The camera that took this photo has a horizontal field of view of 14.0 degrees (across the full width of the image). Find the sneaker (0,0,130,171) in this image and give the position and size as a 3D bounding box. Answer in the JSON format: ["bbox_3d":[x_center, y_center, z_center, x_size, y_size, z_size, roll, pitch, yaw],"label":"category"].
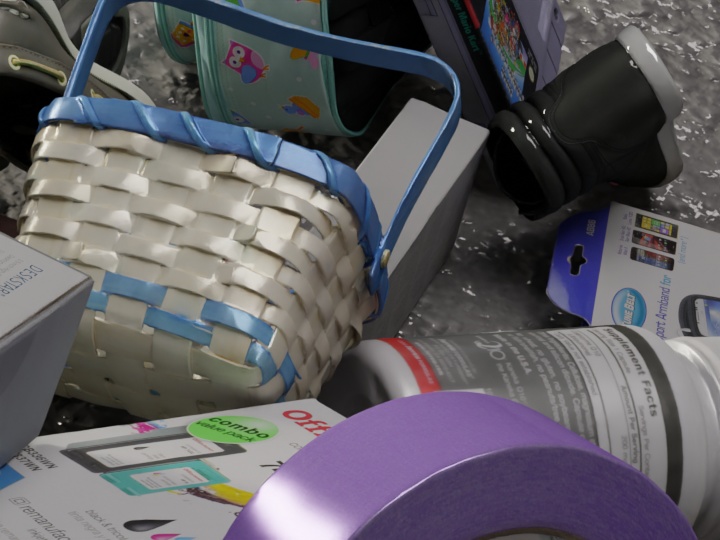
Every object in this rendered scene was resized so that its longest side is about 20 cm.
[{"bbox_3d":[-0.196,-0.101,1.518,0.079,0.076,0.200,17,23,19],"label":"sneaker"}]

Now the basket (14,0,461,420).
[{"bbox_3d":[-0.066,-0.031,1.299,0.175,0.139,0.201,17,66,15],"label":"basket"}]

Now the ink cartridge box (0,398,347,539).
[{"bbox_3d":[-0.071,0.149,1.151,0.199,0.147,0.147,-7,18,-30],"label":"ink cartridge box"}]

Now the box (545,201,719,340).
[{"bbox_3d":[0.192,0.032,1.529,0.199,0.042,0.119,15,37,1],"label":"box"}]

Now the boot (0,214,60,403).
[{"bbox_3d":[-0.163,-0.011,1.410,0.166,0.073,0.200,37,40,25],"label":"boot"}]

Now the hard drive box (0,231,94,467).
[{"bbox_3d":[-0.224,0.012,1.097,0.199,0.077,0.156,26,21,10],"label":"hard drive box"}]

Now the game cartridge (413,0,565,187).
[{"bbox_3d":[0.066,-0.154,1.571,0.038,0.200,0.130,-9,48,18],"label":"game cartridge"}]

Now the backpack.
[{"bbox_3d":[-0.032,-0.169,1.580,0.152,0.177,0.200,5,35,11],"label":"backpack"}]

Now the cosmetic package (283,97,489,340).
[{"bbox_3d":[0.000,0.000,1.455,0.050,0.083,0.200,22,37,11],"label":"cosmetic package"}]

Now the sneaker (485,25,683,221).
[{"bbox_3d":[0.115,-0.067,1.555,0.099,0.200,0.071,-31,79,-1],"label":"sneaker"}]

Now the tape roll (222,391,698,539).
[{"bbox_3d":[0.034,0.149,1.087,0.199,0.201,0.066,-8,19,-30],"label":"tape roll"}]

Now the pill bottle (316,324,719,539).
[{"bbox_3d":[0.088,0.083,1.359,0.199,0.114,0.114,-3,42,-26],"label":"pill bottle"}]

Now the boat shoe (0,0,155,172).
[{"bbox_3d":[-0.150,-0.073,1.430,0.072,0.202,0.061,-13,60,16],"label":"boat shoe"}]
